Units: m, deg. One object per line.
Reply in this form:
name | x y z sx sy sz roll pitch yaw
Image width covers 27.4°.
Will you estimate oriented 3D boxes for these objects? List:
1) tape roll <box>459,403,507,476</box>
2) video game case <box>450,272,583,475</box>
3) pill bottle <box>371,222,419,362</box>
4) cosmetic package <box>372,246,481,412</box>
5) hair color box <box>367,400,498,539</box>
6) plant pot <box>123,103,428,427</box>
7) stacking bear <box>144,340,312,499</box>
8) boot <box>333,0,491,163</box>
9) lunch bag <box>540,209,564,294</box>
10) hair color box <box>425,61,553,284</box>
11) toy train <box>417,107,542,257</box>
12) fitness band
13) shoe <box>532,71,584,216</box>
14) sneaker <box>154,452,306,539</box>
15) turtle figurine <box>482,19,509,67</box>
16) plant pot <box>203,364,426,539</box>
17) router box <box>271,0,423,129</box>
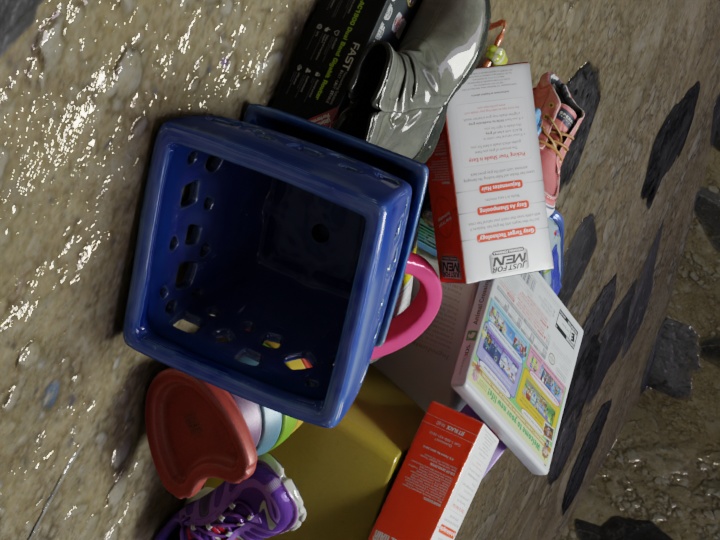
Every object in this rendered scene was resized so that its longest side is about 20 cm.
tape roll | 0.121 0.203 1.668 0.200 0.066 0.200 -49 172 -10
video game case | 0.169 0.091 1.563 0.200 0.022 0.183 47 51 -43
pill bottle | 0.000 0.000 1.504 0.109 0.109 0.201 -48 154 -43
cosmetic package | 0.079 0.027 1.659 0.167 0.166 0.201 -42 148 -50
hair color box | 0.065 0.241 1.483 0.201 0.064 0.111 -65 162 -9
plant pot | -0.058 -0.019 1.210 0.180 0.199 0.201 -41 148 -63
stacking bear | -0.088 0.111 1.339 0.200 0.121 0.114 -22 90 -48
boot | 0.047 -0.185 1.305 0.131 0.067 0.201 7 104 -65
lunch bag | 0.181 -0.030 1.878 0.083 0.160 0.200 -59 158 -21
hair color box | 0.119 -0.094 1.419 0.101 0.061 0.201 -9 94 -23
toy train | 0.118 -0.106 1.536 0.200 0.086 0.114 -56 168 -29
fitness band | -0.018 0.036 1.424 0.199 0.037 0.144 -10 134 -15
shoe | 0.211 -0.149 1.702 0.091 0.071 0.201 -42 -150 26
sneaker | -0.125 0.237 1.382 0.083 0.081 0.200 -32 177 -46
turtle figurine | 0.148 -0.178 1.692 0.200 0.064 0.162 107 -1 -63
plant pot | -0.032 0.201 1.543 0.200 0.176 0.201 -17 127 -66
router box | 0.000 -0.193 1.359 0.201 0.062 0.150 -65 162 -5
